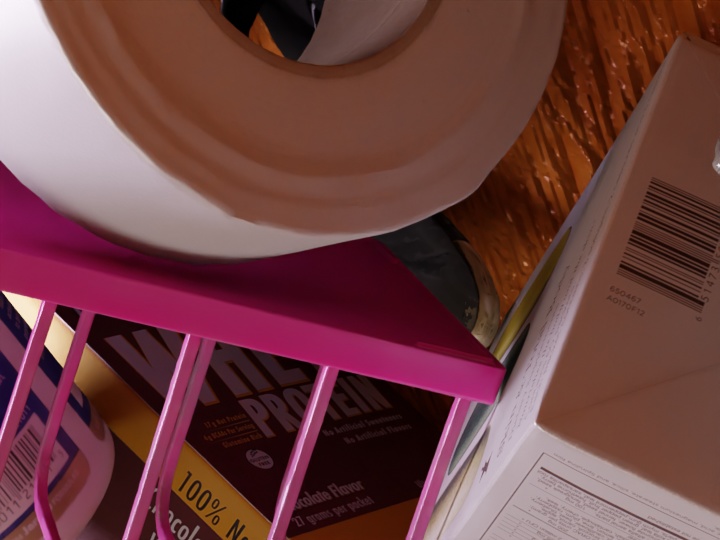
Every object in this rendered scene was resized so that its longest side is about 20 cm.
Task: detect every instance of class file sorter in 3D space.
[{"bbox_3d":[-0.081,0.045,0.799,0.199,0.126,0.139,14,-167,-21],"label":"file sorter"}]

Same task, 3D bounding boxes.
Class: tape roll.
[{"bbox_3d":[-0.033,-0.105,0.733,0.203,0.203,0.071,52,149,-18],"label":"tape roll"}]

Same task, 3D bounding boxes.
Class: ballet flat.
[{"bbox_3d":[0.000,0.000,0.966,0.057,0.067,0.200,29,176,-32],"label":"ballet flat"}]

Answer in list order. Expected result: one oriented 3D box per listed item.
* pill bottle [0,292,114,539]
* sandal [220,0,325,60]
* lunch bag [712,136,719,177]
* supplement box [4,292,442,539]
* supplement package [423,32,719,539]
[{"bbox_3d":[-0.189,0.027,0.895,0.115,0.116,0.200,-3,129,51],"label":"pill bottle"},{"bbox_3d":[-0.020,-0.078,0.868,0.075,0.045,0.200,21,162,32],"label":"sandal"},{"bbox_3d":[0.211,-0.011,0.622,0.200,0.118,0.164,46,130,-13],"label":"lunch bag"},{"bbox_3d":[-0.077,0.127,1.032,0.197,0.132,0.201,41,120,28],"label":"supplement box"},{"bbox_3d":[0.116,0.060,0.793,0.150,0.152,0.200,25,150,-1],"label":"supplement package"}]
